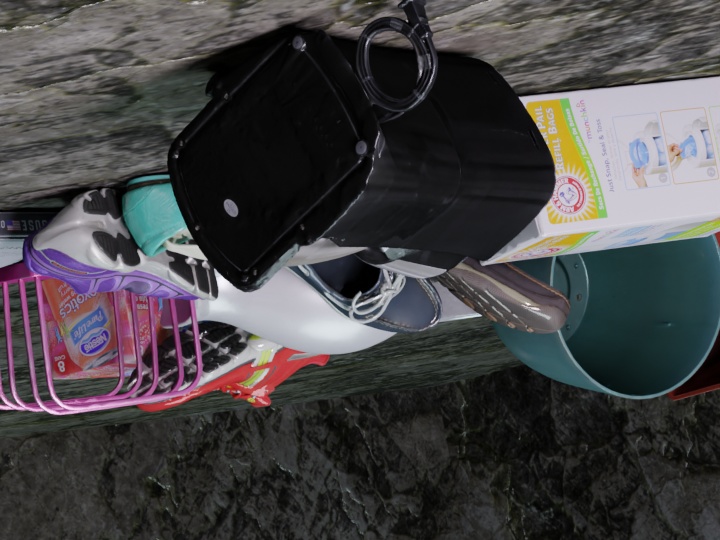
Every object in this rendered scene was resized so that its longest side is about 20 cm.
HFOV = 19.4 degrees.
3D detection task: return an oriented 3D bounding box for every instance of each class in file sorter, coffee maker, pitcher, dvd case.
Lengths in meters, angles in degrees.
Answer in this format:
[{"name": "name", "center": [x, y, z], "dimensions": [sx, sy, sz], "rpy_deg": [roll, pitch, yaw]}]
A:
[{"name": "file sorter", "center": [-0.227, 0.051, 1.731], "dimensions": [0.139, 0.126, 0.200], "rpy_deg": [-6, 180, -25]}, {"name": "coffee maker", "center": [0.023, -0.067, 1.216], "dimensions": [0.192, 0.135, 0.200], "rpy_deg": [-16, 172, 35]}, {"name": "pitcher", "center": [-0.057, 0.003, 1.767], "dimensions": [0.200, 0.121, 0.172], "rpy_deg": [3, 167, -14]}, {"name": "dvd case", "center": [-0.329, -0.012, 1.596], "dimensions": [0.200, 0.025, 0.150], "rpy_deg": [-17, 170, 40]}]

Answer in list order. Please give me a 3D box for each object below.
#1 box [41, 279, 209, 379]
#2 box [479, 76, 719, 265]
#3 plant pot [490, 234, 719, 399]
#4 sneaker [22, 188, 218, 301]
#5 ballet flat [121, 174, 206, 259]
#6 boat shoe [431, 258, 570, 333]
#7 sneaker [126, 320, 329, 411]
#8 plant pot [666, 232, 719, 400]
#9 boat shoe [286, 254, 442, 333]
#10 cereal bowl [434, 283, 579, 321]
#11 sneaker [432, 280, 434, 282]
[{"name": "box", "center": [-0.195, 0.045, 1.957], "dimensions": [0.103, 0.095, 0.200], "rpy_deg": [-13, 172, 29]}, {"name": "box", "center": [0.185, -0.073, 1.530], "dimensions": [0.200, 0.101, 0.112], "rpy_deg": [-7, 172, -23]}, {"name": "plant pot", "center": [0.210, 0.015, 1.952], "dimensions": [0.200, 0.201, 0.161], "rpy_deg": [-6, -177, -31]}, {"name": "sneaker", "center": [-0.178, -0.014, 1.578], "dimensions": [0.083, 0.081, 0.200], "rpy_deg": [-22, 159, 26]}, {"name": "ballet flat", "center": [-0.071, -0.043, 1.526], "dimensions": [0.200, 0.070, 0.067], "rpy_deg": [-9, 173, -9]}, {"name": "boat shoe", "center": [0.077, -0.024, 1.587], "dimensions": [0.200, 0.073, 0.075], "rpy_deg": [30, 168, 20]}, {"name": "sneaker", "center": [-0.108, 0.089, 1.862], "dimensions": [0.200, 0.085, 0.077], "rpy_deg": [-22, -146, -21]}, {"name": "plant pot", "center": [0.382, -0.004, 2.067], "dimensions": [0.176, 0.200, 0.200], "rpy_deg": [-19, 176, -18]}, {"name": "boat shoe", "center": [0.000, 0.000, 1.696], "dimensions": [0.200, 0.075, 0.062], "rpy_deg": [38, 175, -35]}, {"name": "cereal bowl", "center": [0.116, 0.005, 2.108], "dimensions": [0.200, 0.083, 0.200], "rpy_deg": [-8, 177, 0]}, {"name": "sneaker", "center": [0.002, -0.015, 1.930], "dimensions": [0.200, 0.076, 0.077], "rpy_deg": [-11, -164, 7]}]
